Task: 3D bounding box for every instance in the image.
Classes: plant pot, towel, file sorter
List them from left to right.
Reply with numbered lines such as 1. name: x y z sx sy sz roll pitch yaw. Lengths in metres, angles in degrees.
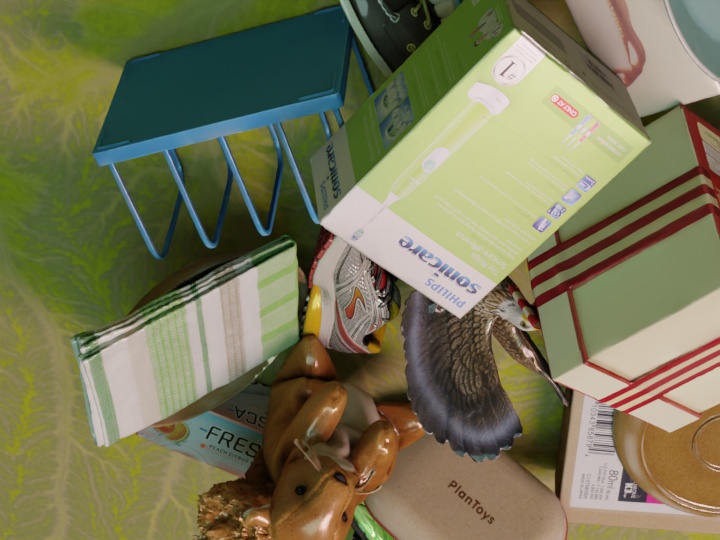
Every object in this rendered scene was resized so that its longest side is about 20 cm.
1. towel: -0.138 0.057 1.223 0.199 0.031 0.150 -28 150 -21
2. plant pot: -0.135 0.053 1.272 0.199 0.028 0.201 -29 148 -20
3. file sorter: -0.088 -0.104 1.191 0.197 0.140 0.124 -12 125 13
4. plant pot: 0.317 0.142 1.292 0.197 0.028 0.202 2 123 4

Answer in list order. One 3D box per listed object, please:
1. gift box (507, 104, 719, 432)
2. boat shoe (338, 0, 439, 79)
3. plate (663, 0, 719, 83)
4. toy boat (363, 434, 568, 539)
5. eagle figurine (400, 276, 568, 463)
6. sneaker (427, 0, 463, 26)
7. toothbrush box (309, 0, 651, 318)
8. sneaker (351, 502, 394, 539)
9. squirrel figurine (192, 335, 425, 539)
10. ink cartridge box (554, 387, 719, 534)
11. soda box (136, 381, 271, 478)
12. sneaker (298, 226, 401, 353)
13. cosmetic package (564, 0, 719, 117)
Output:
1. gift box: 0.234 -0.001 1.167 0.186 0.202 0.184 -32 136 32
2. boat shoe: 0.037 -0.182 1.169 0.060 0.072 0.202 -24 126 15
3. plate: 0.265 -0.230 1.062 0.025 0.200 0.201 6 136 50
4. toy boat: 0.090 0.226 1.392 0.200 0.131 0.131 40 160 15
5. eagle figurine: 0.106 0.038 1.257 0.150 0.151 0.202 -4 117 -4
6. sneaker: 0.102 -0.208 1.139 0.089 0.079 0.201 -24 120 14
7. toothbrush box: 0.082 -0.085 1.074 0.145 0.087 0.200 32 116 -28
8. sneaker: 0.021 0.275 1.462 0.083 0.077 0.201 -14 130 20
9. squirrel figurine: -0.047 0.188 1.270 0.141 0.187 0.200 37 118 -15
10. ink cartridge box: 0.265 0.138 1.355 0.162 0.075 0.202 4 123 5
11. soda box: -0.104 0.149 1.403 0.198 0.069 0.064 24 123 -11
12. sneaker: 0.000 0.000 1.273 0.081 0.079 0.201 14 145 3
13. cosmetic package: 0.197 -0.225 1.096 0.086 0.104 0.201 -15 121 29
